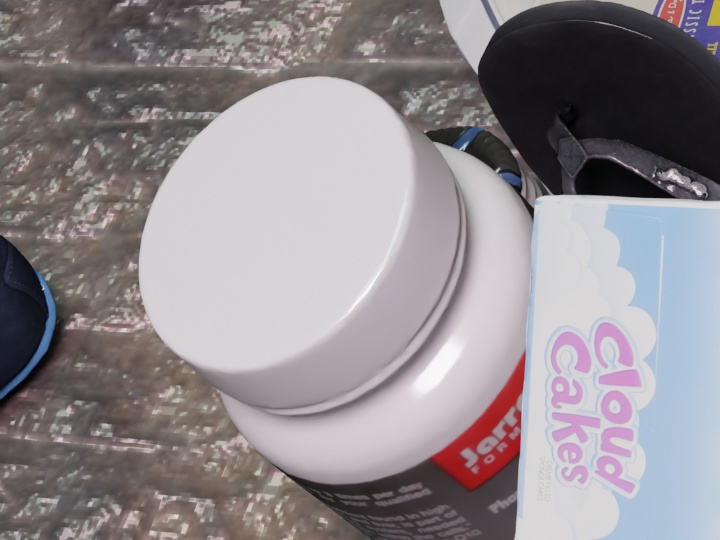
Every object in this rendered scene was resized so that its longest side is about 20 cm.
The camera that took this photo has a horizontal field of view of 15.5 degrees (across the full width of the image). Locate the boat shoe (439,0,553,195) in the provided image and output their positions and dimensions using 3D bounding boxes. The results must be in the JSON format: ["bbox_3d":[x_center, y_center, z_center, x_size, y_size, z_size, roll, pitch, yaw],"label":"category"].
[{"bbox_3d":[0.087,-0.070,0.969,0.070,0.071,0.200,-37,33,9],"label":"boat shoe"}]

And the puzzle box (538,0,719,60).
[{"bbox_3d":[0.136,-0.121,0.921,0.132,0.025,0.201,2,54,26],"label":"puzzle box"}]

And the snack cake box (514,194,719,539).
[{"bbox_3d":[0.097,0.082,0.759,0.067,0.115,0.202,3,90,33],"label":"snack cake box"}]

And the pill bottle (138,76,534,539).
[{"bbox_3d":[0.025,0.030,0.833,0.113,0.200,0.115,-17,55,26],"label":"pill bottle"}]

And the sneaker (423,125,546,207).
[{"bbox_3d":[0.000,0.000,0.976,0.199,0.077,0.076,-1,62,48],"label":"sneaker"}]

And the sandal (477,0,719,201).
[{"bbox_3d":[0.113,-0.006,0.846,0.076,0.200,0.043,-41,1,41],"label":"sandal"}]

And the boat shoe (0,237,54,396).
[{"bbox_3d":[-0.210,0.057,1.018,0.084,0.069,0.200,25,67,39],"label":"boat shoe"}]
